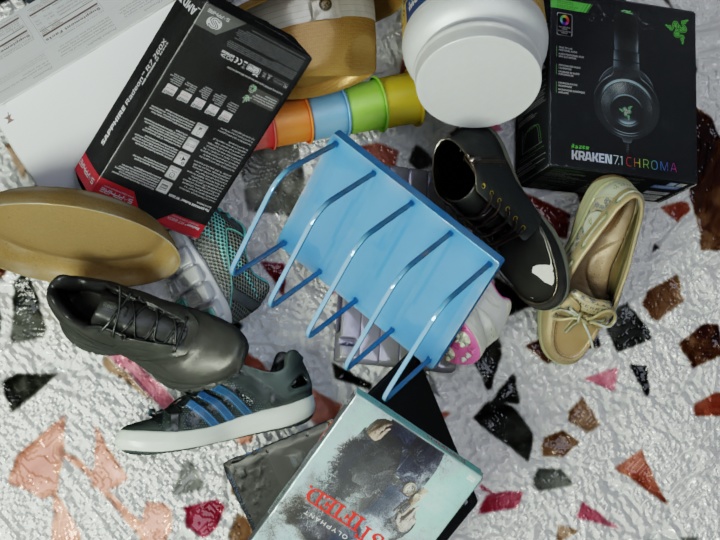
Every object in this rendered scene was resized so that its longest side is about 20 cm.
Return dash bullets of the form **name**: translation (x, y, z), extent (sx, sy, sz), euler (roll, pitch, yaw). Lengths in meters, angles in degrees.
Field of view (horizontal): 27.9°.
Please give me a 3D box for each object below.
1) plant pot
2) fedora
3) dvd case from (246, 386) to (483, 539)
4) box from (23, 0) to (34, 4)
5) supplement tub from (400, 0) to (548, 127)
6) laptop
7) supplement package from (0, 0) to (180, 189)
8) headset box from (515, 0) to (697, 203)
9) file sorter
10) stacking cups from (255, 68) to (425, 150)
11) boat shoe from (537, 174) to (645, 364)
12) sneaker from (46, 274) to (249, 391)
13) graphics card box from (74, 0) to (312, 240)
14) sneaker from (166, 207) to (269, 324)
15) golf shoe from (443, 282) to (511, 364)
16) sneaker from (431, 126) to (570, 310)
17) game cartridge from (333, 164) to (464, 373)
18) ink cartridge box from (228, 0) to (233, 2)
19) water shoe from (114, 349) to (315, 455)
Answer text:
- **plant pot**: translation (-0.256, -0.031, 1.282), extent (0.197, 0.200, 0.028), euler (10, 68, -14)
- **fedora**: translation (-0.048, -0.213, 1.384), extent (0.198, 0.200, 0.083), euler (-12, 86, -18)
- **dvd case**: translation (-0.002, 0.225, 1.326), extent (0.145, 0.022, 0.201), euler (34, 104, -10)
- **box**: translation (-0.257, -0.359, 1.329), extent (0.122, 0.200, 0.200), euler (30, 73, 10)
- **supplement tub**: translation (0.110, -0.255, 1.426), extent (0.142, 0.145, 0.202), euler (10, 51, -14)
- **laptop**: translation (-0.005, 0.205, 1.384), extent (0.198, 0.103, 0.179), euler (-22, 105, 5)
- **supplement package**: translation (-0.229, -0.167, 1.302), extent (0.199, 0.157, 0.111), euler (-32, 48, -8)
- **headset box**: translation (0.257, -0.186, 1.519), extent (0.172, 0.093, 0.203), euler (6, 78, -16)
- **file sorter**: translation (0.000, 0.000, 1.327), extent (0.199, 0.140, 0.123), euler (38, 34, 11)
- **stacking cups**: translation (-0.037, -0.156, 1.450), extent (0.197, 0.060, 0.061), euler (-12, 83, -13)
- **boat shoe**: translation (0.231, 0.005, 1.456), extent (0.072, 0.063, 0.203), euler (10, 106, -14)
- **sneaker**: translation (-0.197, 0.053, 1.303), extent (0.197, 0.091, 0.077), euler (12, 72, 16)
- **graphics card box**: translation (-0.146, -0.136, 1.263), extent (0.125, 0.051, 0.201), euler (21, 111, -39)
- **sneaker**: translation (-0.154, -0.036, 1.389), extent (0.091, 0.077, 0.202), euler (-24, 91, -36)
- **golf shoe**: translation (0.072, -0.008, 1.417), extent (0.091, 0.075, 0.201), euler (-35, 93, -34)
- **sneaker**: translation (0.130, -0.043, 1.413), extent (0.202, 0.074, 0.106), euler (61, 26, 2)
- **game cartridge**: translation (0.041, -0.003, 1.453), extent (0.128, 0.038, 0.203), euler (8, 78, -19)
- **ink cartridge box**: translation (-0.141, -0.327, 1.363), extent (0.085, 0.200, 0.146), euler (39, 71, 4)
- **water shoe**: translation (-0.140, 0.121, 1.357), extent (0.198, 0.071, 0.080), euler (-9, 86, -28)
